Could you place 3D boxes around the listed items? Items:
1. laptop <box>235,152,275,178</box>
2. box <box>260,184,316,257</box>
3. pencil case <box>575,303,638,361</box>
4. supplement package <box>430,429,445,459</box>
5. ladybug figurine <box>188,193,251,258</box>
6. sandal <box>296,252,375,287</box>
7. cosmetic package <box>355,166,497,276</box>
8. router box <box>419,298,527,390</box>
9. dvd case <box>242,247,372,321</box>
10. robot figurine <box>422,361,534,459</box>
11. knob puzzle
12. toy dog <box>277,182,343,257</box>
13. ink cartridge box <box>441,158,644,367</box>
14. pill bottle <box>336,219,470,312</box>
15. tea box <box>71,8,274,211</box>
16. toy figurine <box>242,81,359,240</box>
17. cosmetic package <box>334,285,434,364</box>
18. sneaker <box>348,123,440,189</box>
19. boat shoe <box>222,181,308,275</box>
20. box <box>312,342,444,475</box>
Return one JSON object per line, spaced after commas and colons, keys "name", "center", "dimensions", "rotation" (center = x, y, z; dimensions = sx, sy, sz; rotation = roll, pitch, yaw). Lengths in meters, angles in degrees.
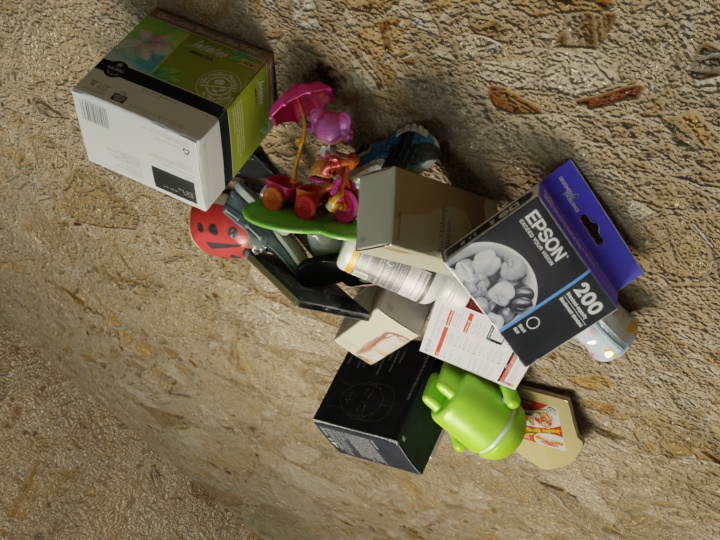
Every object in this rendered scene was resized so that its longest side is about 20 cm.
{"name": "laptop", "center": [-0.263, -0.165, 1.438], "dimensions": [0.175, 0.105, 0.200], "rotation": [7, 154, 39]}
{"name": "box", "center": [-0.087, -0.071, 1.517], "dimensions": [0.041, 0.039, 0.201], "rotation": [0, 138, 44]}
{"name": "pencil case", "center": [0.294, 0.037, 1.265], "dimensions": [0.200, 0.083, 0.091], "rotation": [43, 177, -21]}
{"name": "supplement package", "center": [0.065, 0.288, 1.858], "dimensions": [0.197, 0.111, 0.114], "rotation": [3, 142, 41]}
{"name": "ladybug figurine", "center": [-0.234, -0.071, 1.625], "dimensions": [0.198, 0.073, 0.136], "rotation": [-2, 137, 45]}
{"name": "sandal", "center": [0.000, 0.000, 1.428], "dimensions": [0.196, 0.046, 0.076], "rotation": [-12, 135, -6]}
{"name": "cosmetic package", "center": [0.090, -0.059, 1.208], "dimensions": [0.197, 0.108, 0.070], "rotation": [11, 167, -41]}
{"name": "router box", "center": [0.196, 0.101, 1.484], "dimensions": [0.176, 0.049, 0.201], "rotation": [22, 151, 6]}
{"name": "dvd case", "center": [-0.088, 0.021, 1.490], "dimensions": [0.147, 0.016, 0.199], "rotation": [14, -164, -38]}
{"name": "robot figurine", "center": [0.203, 0.247, 1.603], "dimensions": [0.199, 0.116, 0.176], "rotation": [37, 125, -6]}
{"name": "knob puzzle", "center": [0.316, 0.277, 1.658], "dimensions": [0.217, 0.030, 0.222], "rotation": [27, 141, 24]}
{"name": "toy dog", "center": [-0.068, -0.075, 1.441], "dimensions": [0.097, 0.130, 0.202], "rotation": [-117, 7, -46]}
{"name": "ink cartridge box", "center": [0.235, -0.003, 1.165], "dimensions": [0.199, 0.044, 0.199], "rotation": [-36, 113, 13]}
{"name": "pill bottle", "center": [0.073, -0.021, 1.350], "dimensions": [0.197, 0.118, 0.117], "rotation": [22, 152, -4]}
{"name": "tea box", "center": [-0.246, -0.222, 1.260], "dimensions": [0.197, 0.198, 0.135], "rotation": [22, 144, 13]}
{"name": "toy figurine", "center": [-0.060, -0.154, 1.232], "dimensions": [0.197, 0.149, 0.188], "rotation": [17, 112, 29]}
{"name": "cosmetic package", "center": [0.042, 0.074, 1.556], "dimensions": [0.086, 0.105, 0.200], "rotation": [32, 153, -9]}
{"name": "sneaker", "center": [0.058, -0.137, 1.253], "dimensions": [0.086, 0.076, 0.199], "rotation": [36, 161, -23]}
{"name": "boat shoe", "center": [-0.155, -0.056, 1.506], "dimensions": [0.201, 0.062, 0.073], "rotation": [49, -170, 20]}
{"name": "box", "center": [0.052, 0.242, 1.704], "dimensions": [0.194, 0.202, 0.125], "rotation": [6, 145, 39]}
